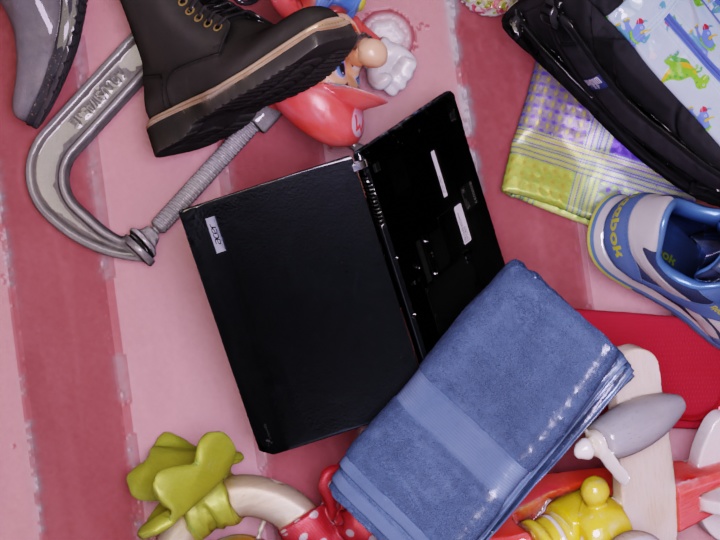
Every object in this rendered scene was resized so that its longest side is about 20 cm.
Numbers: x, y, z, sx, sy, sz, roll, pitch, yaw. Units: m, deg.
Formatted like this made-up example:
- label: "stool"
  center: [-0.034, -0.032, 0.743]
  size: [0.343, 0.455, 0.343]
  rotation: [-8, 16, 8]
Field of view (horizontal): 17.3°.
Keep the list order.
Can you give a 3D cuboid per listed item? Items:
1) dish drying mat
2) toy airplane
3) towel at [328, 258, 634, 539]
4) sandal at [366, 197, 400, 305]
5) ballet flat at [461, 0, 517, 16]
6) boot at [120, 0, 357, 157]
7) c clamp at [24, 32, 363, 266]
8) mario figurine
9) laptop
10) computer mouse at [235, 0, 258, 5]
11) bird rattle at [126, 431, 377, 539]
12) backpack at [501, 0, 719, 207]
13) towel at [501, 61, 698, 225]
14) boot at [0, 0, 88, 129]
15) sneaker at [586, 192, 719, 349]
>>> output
- label: "dish drying mat"
  center: [0.162, 0.065, 1.605]
  size: [0.199, 0.018, 0.077]
  rotation: [5, 85, -23]
- label: "toy airplane"
  center: [0.183, 0.171, 1.570]
  size: [0.200, 0.141, 0.199]
  rotation: [36, 103, -22]
- label: "towel"
  center: [0.075, 0.098, 1.513]
  size: [0.112, 0.048, 0.200]
  rotation: [44, 101, 24]
- label: "sandal"
  center: [-0.019, 0.022, 1.620]
  size: [0.082, 0.055, 0.201]
  rotation: [30, 91, -42]
- label: "ballet flat"
  center: [0.089, -0.279, 1.638]
  size: [0.075, 0.064, 0.201]
  rotation: [0, 87, -2]
- label: "boot"
  center: [-0.095, -0.169, 1.549]
  size: [0.077, 0.200, 0.139]
  rotation: [-12, 81, -45]
- label: "c clamp"
  center: [-0.125, -0.081, 1.637]
  size: [0.200, 0.027, 0.171]
  rotation: [-42, 89, -4]
- label: "mario figurine"
  center: [-0.010, -0.183, 1.603]
  size: [0.123, 0.106, 0.201]
  rotation: [2, 79, -20]
- label: "laptop"
  center: [0.000, 0.000, 1.578]
  size: [0.103, 0.200, 0.178]
  rotation: [-6, 109, 36]
- label: "computer mouse"
  center: [-0.143, -0.274, 1.639]
  size: [0.199, 0.046, 0.141]
  rotation: [14, 87, -1]
- label: "bird rattle"
  center: [-0.067, 0.188, 1.607]
  size: [0.199, 0.113, 0.164]
  rotation: [18, 98, -13]
- label: "backpack"
  center: [0.213, -0.131, 1.569]
  size: [0.153, 0.163, 0.200]
  rotation: [-36, 95, -18]
- label: "towel"
  center: [0.189, -0.127, 1.652]
  size: [0.143, 0.023, 0.201]
  rotation: [19, 86, -1]
- label: "boot"
  center: [-0.249, -0.205, 1.601]
  size: [0.131, 0.070, 0.201]
  rotation: [13, 104, -3]
- label: "sneaker"
  center: [0.251, 0.007, 1.601]
  size: [0.199, 0.082, 0.074]
  rotation: [24, 73, -19]
